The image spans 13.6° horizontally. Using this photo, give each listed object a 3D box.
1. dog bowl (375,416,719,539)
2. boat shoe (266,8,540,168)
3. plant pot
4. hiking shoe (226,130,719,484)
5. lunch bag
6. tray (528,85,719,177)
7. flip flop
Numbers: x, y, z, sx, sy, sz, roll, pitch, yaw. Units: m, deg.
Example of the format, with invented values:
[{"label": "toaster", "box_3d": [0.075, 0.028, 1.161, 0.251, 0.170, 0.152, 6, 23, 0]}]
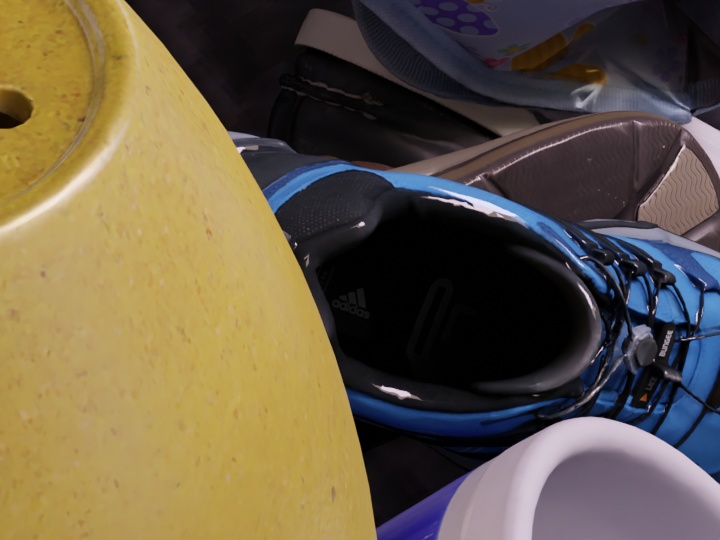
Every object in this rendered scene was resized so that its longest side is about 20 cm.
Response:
[{"label": "dog bowl", "box_3d": [0.061, 0.138, 0.658, 0.200, 0.079, 0.201, 45, 26, -30]}, {"label": "boat shoe", "box_3d": [0.057, 0.003, 0.839, 0.199, 0.066, 0.074, 31, -5, -20]}, {"label": "plant pot", "box_3d": [-0.090, 0.016, 0.558, 0.199, 0.142, 0.201, 3, 44, -3]}, {"label": "hiking shoe", "box_3d": [0.043, 0.021, 0.711, 0.199, 0.075, 0.087, 11, 4, -28]}, {"label": "lunch bag", "box_3d": [0.039, -0.139, 0.777, 0.200, 0.127, 0.170, 30, 43, -60]}, {"label": "tray", "box_3d": [0.114, -0.022, 0.895, 0.199, 0.022, 0.107, 27, 1, -23]}, {"label": "flip flop", "box_3d": [0.000, 0.000, 0.768, 0.199, 0.058, 0.082, -14, 105, -24]}]
